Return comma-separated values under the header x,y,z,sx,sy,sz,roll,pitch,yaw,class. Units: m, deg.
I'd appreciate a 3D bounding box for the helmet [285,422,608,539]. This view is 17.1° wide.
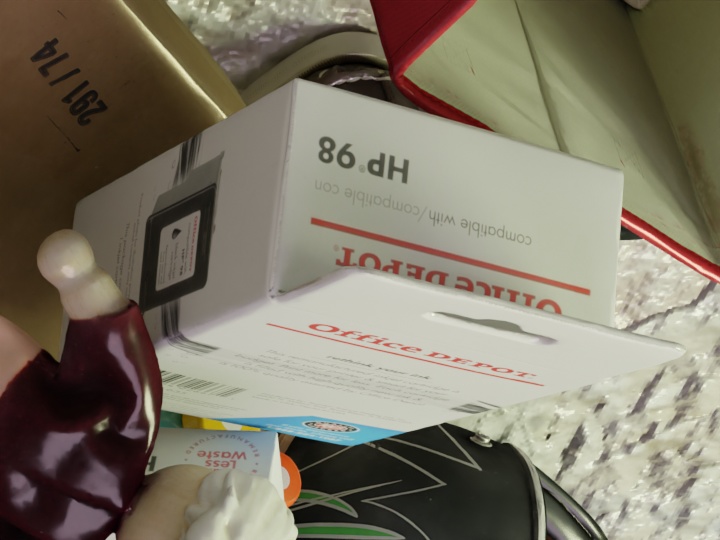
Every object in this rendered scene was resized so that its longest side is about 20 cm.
x,y,z,sx,sy,sz,roll,pitch,yaw,class
0.012,0.155,1.053,0.200,0.200,0.191,-30,137,17,helmet

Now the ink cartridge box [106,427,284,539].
x,y,z,sx,sy,sz,roll,pitch,yaw,class
-0.083,0.116,0.823,0.115,0.068,0.200,2,132,4,ink cartridge box

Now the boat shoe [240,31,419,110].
x,y,z,sx,sy,sz,roll,pitch,yaw,class
-0.055,-0.012,0.942,0.200,0.060,0.072,-36,136,23,boat shoe

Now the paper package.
x,y,z,sx,sy,sz,roll,pitch,yaw,class
-0.154,-0.047,0.805,0.191,0.103,0.200,-44,135,0,paper package

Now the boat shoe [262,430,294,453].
x,y,z,sx,sy,sz,roll,pitch,yaw,class
-0.114,0.087,1.027,0.200,0.071,0.070,-35,139,22,boat shoe

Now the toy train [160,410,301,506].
x,y,z,sx,sy,sz,roll,pitch,yaw,class
-0.110,0.068,0.959,0.199,0.056,0.150,18,137,11,toy train

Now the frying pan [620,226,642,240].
x,y,z,sx,sy,sz,roll,pitch,yaw,class
0.074,-0.026,0.951,0.190,0.031,0.115,-22,161,-24,frying pan

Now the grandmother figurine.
x,y,z,sx,sy,sz,roll,pitch,yaw,class
-0.104,0.042,0.709,0.200,0.061,0.121,33,119,0,grandmother figurine

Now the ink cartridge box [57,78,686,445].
x,y,z,sx,sy,sz,roll,pitch,yaw,class
0.000,0.000,0.726,0.116,0.067,0.200,14,162,-27,ink cartridge box

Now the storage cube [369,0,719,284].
x,y,z,sx,sy,sz,roll,pitch,yaw,class
0.105,-0.137,0.760,0.171,0.180,0.200,27,125,-38,storage cube
